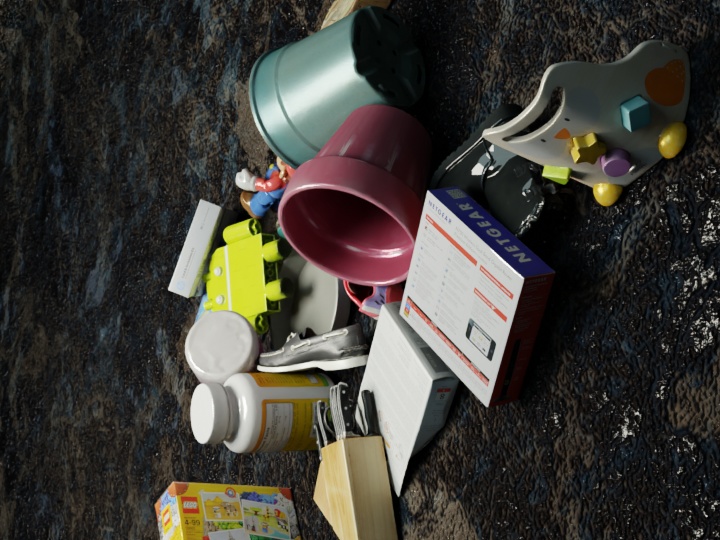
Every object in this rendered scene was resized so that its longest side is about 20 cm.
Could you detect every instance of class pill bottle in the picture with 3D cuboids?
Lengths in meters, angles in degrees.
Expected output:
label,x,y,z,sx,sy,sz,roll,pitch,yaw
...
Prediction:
label,x,y,z,sx,sy,sz,roll,pitch,yaw
pill bottle,-0.137,0.203,1.692,0.110,0.197,0.113,-8,80,58
pill bottle,-0.191,0.150,1.808,0.201,0.110,0.114,73,-173,-62

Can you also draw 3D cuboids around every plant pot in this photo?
label,x,y,z,sx,sy,sz,roll,pitch,yaw
plant pot,0.012,-0.110,1.561,0.199,0.199,0.181,-28,32,50
plant pot,-0.024,-0.265,1.678,0.195,0.198,0.204,-25,60,43

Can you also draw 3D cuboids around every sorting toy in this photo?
label,x,y,z,sx,sy,sz,roll,pitch,yaw
sorting toy,0.228,-0.156,1.251,0.200,0.178,0.108,-43,48,44

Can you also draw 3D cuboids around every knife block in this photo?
label,x,y,z,sx,sy,sz,roll,pitch,yaw
knife block,-0.003,0.257,1.576,0.200,0.063,0.178,47,131,53

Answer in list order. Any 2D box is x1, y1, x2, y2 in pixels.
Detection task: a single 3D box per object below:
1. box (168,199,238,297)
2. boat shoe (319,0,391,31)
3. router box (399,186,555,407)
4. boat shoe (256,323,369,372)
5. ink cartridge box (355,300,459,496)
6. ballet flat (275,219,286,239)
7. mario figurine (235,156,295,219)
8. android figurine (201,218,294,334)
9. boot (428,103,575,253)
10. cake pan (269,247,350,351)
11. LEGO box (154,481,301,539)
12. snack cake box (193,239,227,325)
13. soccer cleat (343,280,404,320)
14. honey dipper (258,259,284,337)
label,x,y,z,sx,sy,sz,roll,pitch,yaw
box,-0.261,-0.035,1.992,0.200,0.041,0.158,-1,-69,-87
boat shoe,-0.018,-0.379,1.805,0.200,0.071,0.065,-47,38,29
router box,0.133,0.029,1.405,0.200,0.048,0.182,47,135,43
boat shoe,-0.071,0.111,1.681,0.198,0.073,0.062,-8,89,42
ink cartridge box,0.058,0.170,1.569,0.163,0.049,0.203,-123,36,-47
ballet flat,-0.062,-0.101,1.804,0.199,0.067,0.076,-22,38,55
mario figurine,-0.117,-0.164,1.836,0.200,0.105,0.124,-39,18,52
android figurine,-0.183,0.015,1.866,0.198,0.041,0.186,-14,76,42
boot,0.167,-0.084,1.433,0.199,0.072,0.164,-49,49,41
cake pan,-0.075,0.052,1.794,0.199,0.036,0.204,-22,64,54
LEGO box,-0.188,0.396,1.727,0.077,0.197,0.151,-49,44,39
snack cake box,-0.215,0.065,1.982,0.115,0.066,0.203,41,115,55
soccer cleat,0.000,0.000,1.657,0.067,0.075,0.201,-63,37,24
honey dipper,-0.155,0.068,1.923,0.038,0.037,0.203,50,126,50
